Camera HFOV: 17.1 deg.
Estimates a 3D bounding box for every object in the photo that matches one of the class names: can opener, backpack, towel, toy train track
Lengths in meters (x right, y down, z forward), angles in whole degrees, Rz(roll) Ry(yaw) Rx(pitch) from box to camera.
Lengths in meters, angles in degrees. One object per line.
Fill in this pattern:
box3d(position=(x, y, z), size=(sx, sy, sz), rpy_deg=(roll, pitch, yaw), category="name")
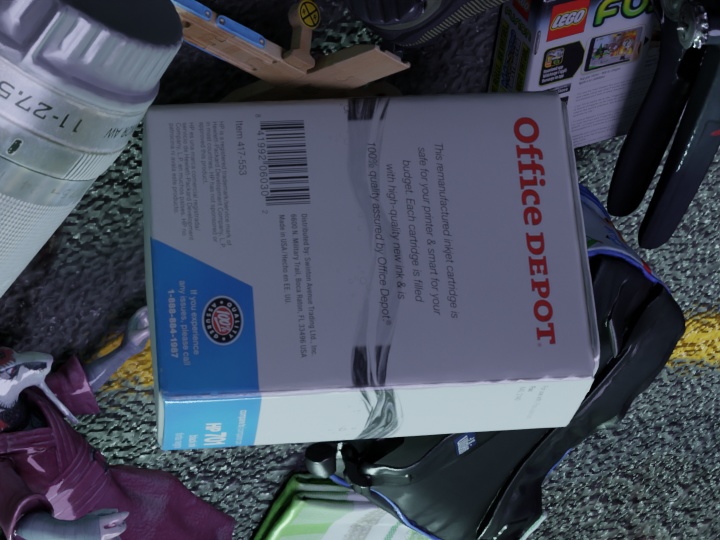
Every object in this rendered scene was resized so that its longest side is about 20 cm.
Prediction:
box3d(position=(0.171, -0.089, 1.225), size=(0.078, 0.063, 0.201), rpy_deg=(-10, 134, -29), category="can opener")
box3d(position=(0.066, 0.037, 1.265), size=(0.190, 0.154, 0.200), rpy_deg=(-36, 150, 12), category="backpack")
box3d(position=(0.009, 0.187, 1.473), size=(0.199, 0.031, 0.150), rpy_deg=(4, 126, -39), category="towel")
box3d(position=(-0.053, -0.113, 1.107), size=(0.199, 0.033, 0.114), rpy_deg=(24, 153, -39), category="toy train track")

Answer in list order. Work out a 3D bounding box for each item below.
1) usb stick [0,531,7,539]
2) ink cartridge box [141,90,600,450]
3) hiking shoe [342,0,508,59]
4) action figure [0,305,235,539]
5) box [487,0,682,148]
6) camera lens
box3d(position=(-0.185, 0.213, 1.353), size=(0.055, 0.033, 0.201), rpy_deg=(-12, 136, -26), category="usb stick")
box3d(position=(0.000, 0.000, 1.121), size=(0.199, 0.147, 0.086), rpy_deg=(-2, 158, -8), category="ink cartridge box")
box3d(position=(0.071, -0.181, 1.122), size=(0.200, 0.076, 0.101), rpy_deg=(-40, 164, -2), category="hiking shoe")
box3d(position=(-0.153, 0.109, 1.229), size=(0.148, 0.134, 0.200), rpy_deg=(-19, 119, 33), category="action figure")
box3d(position=(0.164, -0.129, 1.259), size=(0.199, 0.035, 0.110), rpy_deg=(-15, 137, -24), category="box")
box3d(position=(-0.187, -0.063, 0.965), size=(0.200, 0.160, 0.160), rpy_deg=(-49, 140, 16), category="camera lens")
